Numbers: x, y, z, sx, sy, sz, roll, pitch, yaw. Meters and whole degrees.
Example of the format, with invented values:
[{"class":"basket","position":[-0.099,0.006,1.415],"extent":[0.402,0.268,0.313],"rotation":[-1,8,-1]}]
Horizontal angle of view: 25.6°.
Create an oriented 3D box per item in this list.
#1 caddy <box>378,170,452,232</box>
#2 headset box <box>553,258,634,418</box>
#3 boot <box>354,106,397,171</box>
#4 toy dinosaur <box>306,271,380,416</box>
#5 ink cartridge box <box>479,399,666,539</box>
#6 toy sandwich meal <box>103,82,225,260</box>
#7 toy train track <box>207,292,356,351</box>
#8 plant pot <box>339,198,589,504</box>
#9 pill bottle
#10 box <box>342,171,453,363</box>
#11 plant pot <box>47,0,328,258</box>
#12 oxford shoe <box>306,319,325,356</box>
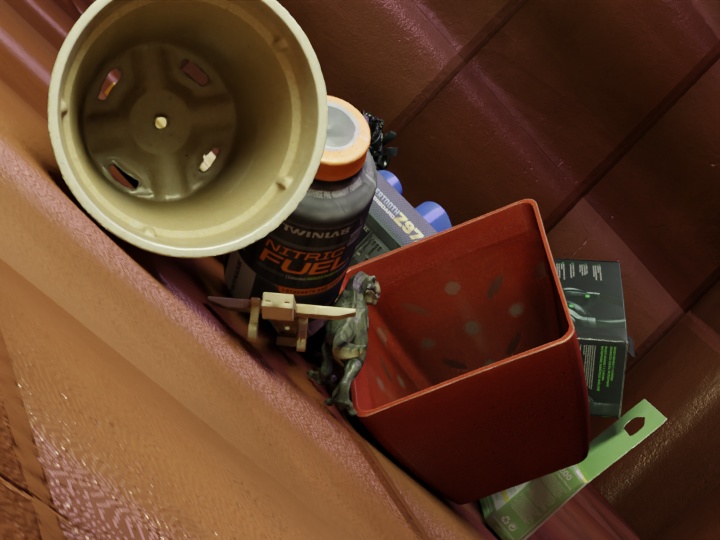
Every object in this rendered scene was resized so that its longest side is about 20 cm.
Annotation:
[{"class":"caddy","position":[0.016,-0.009,1.732],"extent":[0.141,0.105,0.201],"rotation":[33,-40,17]},{"class":"headset box","position":[0.187,0.064,1.650],"extent":[0.175,0.197,0.094],"rotation":[-80,172,-62]},{"class":"boot","position":[-0.051,-0.106,1.807],"extent":[0.164,0.195,0.074],"rotation":[79,19,-46]},{"class":"toy dinosaur","position":[-0.013,0.064,1.305],"extent":[0.047,0.089,0.200],"rotation":[15,18,-3]},{"class":"ink cartridge box","position":[0.209,0.189,1.600],"extent":[0.048,0.200,0.146],"rotation":[47,3,-2]},{"class":"toy sandwich meal","position":[-0.166,-0.088,1.480],"extent":[0.205,0.070,0.205],"rotation":[48,-1,1]},{"class":"toy train track","position":[-0.060,0.048,1.249],"extent":[0.113,0.033,0.200],"rotation":[5,-9,2]},{"class":"plant pot","position":[0.109,0.091,1.429],"extent":[0.201,0.198,0.177],"rotation":[-98,164,-53]},{"class":"pill bottle","position":[-0.047,-0.052,1.300],"extent":[0.106,0.106,0.201],"rotation":[46,-35,20]},{"class":"box","position":[0.000,0.000,1.583],"extent":[0.158,0.051,0.200],"rotation":[46,-38,2]},{"class":"plant pot","position":[-0.139,-0.114,1.191],"extent":[0.200,0.201,0.183],"rotation":[44,-8,-12]},{"class":"oxford shoe","position":[-0.039,0.049,1.477],"extent":[0.074,0.071,0.200],"rotation":[64,15,15]}]
